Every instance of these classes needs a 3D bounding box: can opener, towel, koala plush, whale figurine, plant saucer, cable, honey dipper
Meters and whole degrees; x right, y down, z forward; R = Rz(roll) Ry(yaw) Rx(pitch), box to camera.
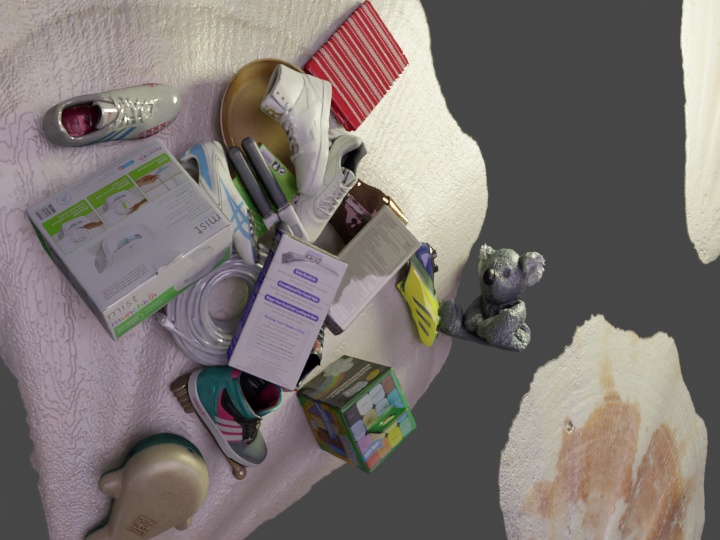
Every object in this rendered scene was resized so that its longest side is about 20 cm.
[{"bbox_3d":[-0.133,-0.104,0.938,0.052,0.066,0.204,-33,113,-14],"label":"can opener"},{"bbox_3d":[-0.004,-0.366,1.105,0.145,0.022,0.202,48,64,-25],"label":"towel"},{"bbox_3d":[0.279,0.050,1.247,0.181,0.174,0.207,19,81,-45],"label":"koala plush"},{"bbox_3d":[-0.310,0.325,0.891,0.158,0.104,0.201,39,95,-30],"label":"whale figurine"},{"bbox_3d":[-0.142,-0.236,1.004,0.195,0.035,0.208,-3,95,-35],"label":"plant saucer"},{"bbox_3d":[-0.201,0.048,0.941,0.199,0.069,0.203,-40,120,-15],"label":"cable"},{"bbox_3d":[-0.231,0.253,0.965,0.038,0.038,0.204,-37,114,-27],"label":"honey dipper"}]

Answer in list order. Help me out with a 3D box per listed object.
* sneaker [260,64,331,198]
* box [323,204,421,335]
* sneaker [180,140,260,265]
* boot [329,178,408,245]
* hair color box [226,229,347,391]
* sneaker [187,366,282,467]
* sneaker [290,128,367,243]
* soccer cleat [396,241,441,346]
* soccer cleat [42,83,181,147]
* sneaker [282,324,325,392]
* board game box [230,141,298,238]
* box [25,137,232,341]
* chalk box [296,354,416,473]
[{"bbox_3d":[-0.109,-0.219,0.959,0.113,0.073,0.207,13,68,-32],"label":"sneaker"},{"bbox_3d":[0.000,0.000,1.013,0.095,0.078,0.200,45,72,-1],"label":"box"},{"bbox_3d":[-0.198,-0.092,0.886,0.071,0.072,0.204,-25,74,-11],"label":"sneaker"},{"bbox_3d":[-0.018,-0.062,1.097,0.164,0.072,0.204,33,77,-17],"label":"boot"},{"bbox_3d":[-0.109,0.057,0.904,0.107,0.065,0.205,24,94,-17],"label":"hair color box"},{"bbox_3d":[-0.165,0.220,0.945,0.085,0.117,0.203,-75,144,-50],"label":"sneaker"},{"bbox_3d":[-0.053,-0.135,1.010,0.074,0.080,0.205,27,85,-46],"label":"sneaker"},{"bbox_3d":[0.111,0.047,1.194,0.081,0.065,0.207,-6,101,-4],"label":"soccer cleat"},{"bbox_3d":[-0.328,-0.212,0.843,0.197,0.085,0.072,-26,106,-32],"label":"soccer cleat"},{"bbox_3d":[-0.083,0.112,1.033,0.074,0.084,0.204,33,74,-31],"label":"sneaker"},{"bbox_3d":[-0.186,-0.090,0.961,0.095,0.030,0.202,42,81,-31],"label":"board game box"},{"bbox_3d":[-0.297,-0.047,0.816,0.199,0.097,0.177,-39,76,-27],"label":"box"},{"bbox_3d":[0.005,0.239,1.031,0.123,0.198,0.127,-32,109,-28],"label":"chalk box"}]
